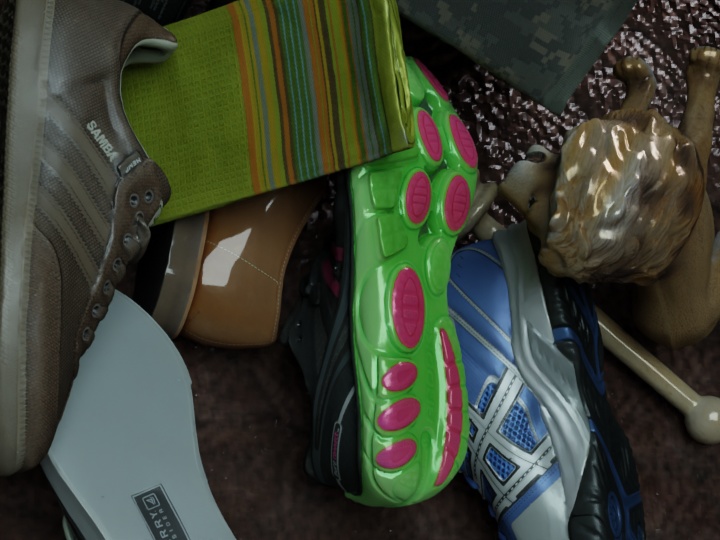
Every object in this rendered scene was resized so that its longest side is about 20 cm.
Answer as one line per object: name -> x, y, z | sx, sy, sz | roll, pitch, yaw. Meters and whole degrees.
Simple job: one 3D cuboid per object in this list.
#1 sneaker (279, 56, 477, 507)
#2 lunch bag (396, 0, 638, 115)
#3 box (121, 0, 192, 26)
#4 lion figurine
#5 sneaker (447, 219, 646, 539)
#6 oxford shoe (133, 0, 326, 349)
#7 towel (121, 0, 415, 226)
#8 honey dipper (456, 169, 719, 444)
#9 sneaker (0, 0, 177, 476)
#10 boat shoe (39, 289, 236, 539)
sneaker -> 0.000, 0.000, 0.935 | 0.077, 0.084, 0.201 | 19, 69, -43
lunch bag -> 0.065, -0.188, 0.964 | 0.164, 0.118, 0.200 | 32, 40, -1
box -> -0.071, -0.204, 0.931 | 0.086, 0.200, 0.164 | 29, 67, -5
lion figurine -> 0.132, -0.015, 0.954 | 0.200, 0.072, 0.123 | 49, 49, -47
sneaker -> 0.074, 0.081, 0.964 | 0.077, 0.076, 0.201 | -14, 82, 19
oxford shoe -> -0.046, -0.061, 0.971 | 0.071, 0.071, 0.201 | 14, 80, -17
towel -> -0.073, -0.065, 0.919 | 0.199, 0.018, 0.086 | -16, 72, 22
honey dipper -> 0.091, 0.012, 1.004 | 0.200, 0.038, 0.038 | 42, 66, -5
sneaker -> -0.111, -0.017, 0.872 | 0.075, 0.070, 0.201 | 7, 77, -19
boat shoe -> -0.093, 0.100, 0.900 | 0.070, 0.064, 0.201 | -14, 65, -24
